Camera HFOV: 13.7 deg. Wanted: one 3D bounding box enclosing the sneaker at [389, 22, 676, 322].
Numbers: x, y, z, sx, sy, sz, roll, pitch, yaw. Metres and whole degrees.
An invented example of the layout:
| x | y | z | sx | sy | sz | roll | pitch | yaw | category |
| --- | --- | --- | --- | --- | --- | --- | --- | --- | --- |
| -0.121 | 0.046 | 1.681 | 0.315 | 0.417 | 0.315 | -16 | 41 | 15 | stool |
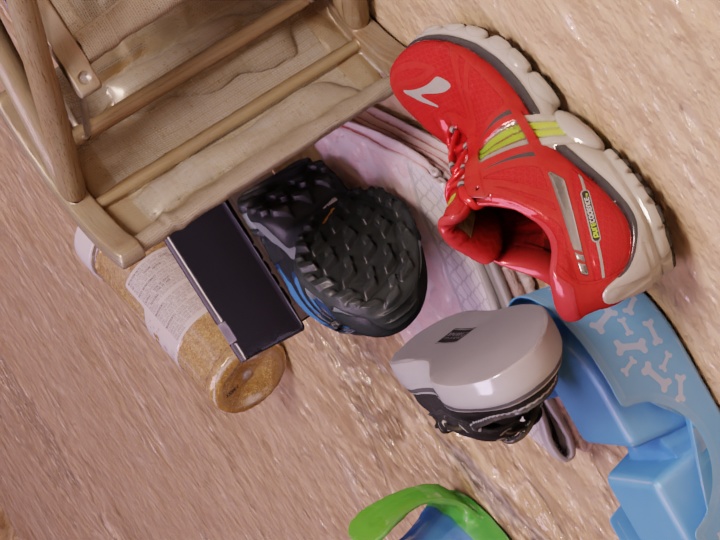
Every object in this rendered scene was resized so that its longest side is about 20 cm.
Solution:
| x | y | z | sx | sy | sz | roll | pitch | yaw | category |
| --- | --- | --- | --- | --- | --- | --- | --- | --- | --- |
| 0.066 | -0.048 | 1.455 | 0.200 | 0.085 | 0.077 | 44 | 159 | 39 | sneaker |

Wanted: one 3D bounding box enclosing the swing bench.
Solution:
| x | y | z | sx | sy | sz | roll | pitch | yaw | category |
| --- | --- | --- | --- | --- | --- | --- | --- | --- | --- |
| -0.096 | -0.145 | 1.550 | 0.130 | 0.198 | 0.201 | 40 | 156 | 47 | swing bench |

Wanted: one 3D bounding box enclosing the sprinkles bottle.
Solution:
| x | y | z | sx | sy | sz | roll | pitch | yaw | category |
| --- | --- | --- | --- | --- | --- | --- | --- | --- | --- |
| -0.135 | 0.022 | 2.234 | 0.200 | 0.068 | 0.068 | 45 | 160 | 37 | sprinkles bottle |

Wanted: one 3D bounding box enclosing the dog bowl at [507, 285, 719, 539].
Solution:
| x | y | z | sx | sy | sz | roll | pitch | yaw | category |
| --- | --- | --- | --- | --- | --- | --- | --- | --- | --- |
| 0.149 | 0.087 | 1.533 | 0.201 | 0.049 | 0.111 | 60 | 164 | -8 | dog bowl |

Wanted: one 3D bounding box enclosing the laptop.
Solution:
| x | y | z | sx | sy | sz | roll | pitch | yaw | category |
| --- | --- | --- | --- | --- | --- | --- | --- | --- | --- |
| -0.072 | -0.054 | 1.846 | 0.116 | 0.200 | 0.188 | -31 | 92 | 36 | laptop |

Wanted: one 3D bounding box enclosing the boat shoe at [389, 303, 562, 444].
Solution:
| x | y | z | sx | sy | sz | roll | pitch | yaw | category |
| --- | --- | --- | --- | --- | --- | --- | --- | --- | --- |
| 0.067 | 0.057 | 1.521 | 0.057 | 0.069 | 0.200 | 57 | 171 | -8 | boat shoe |

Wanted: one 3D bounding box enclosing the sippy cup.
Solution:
| x | y | z | sx | sy | sz | roll | pitch | yaw | category |
| --- | --- | --- | --- | --- | --- | --- | --- | --- | --- |
| 0.044 | 0.235 | 1.989 | 0.178 | 0.130 | 0.140 | 57 | 164 | 2 | sippy cup |

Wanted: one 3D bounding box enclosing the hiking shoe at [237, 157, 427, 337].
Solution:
| x | y | z | sx | sy | sz | roll | pitch | yaw | category |
| --- | --- | --- | --- | --- | --- | --- | --- | --- | --- |
| 0.000 | 0.000 | 1.687 | 0.087 | 0.074 | 0.200 | 59 | 175 | -26 | hiking shoe |

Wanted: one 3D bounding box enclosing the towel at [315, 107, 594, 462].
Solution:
| x | y | z | sx | sy | sz | roll | pitch | yaw | category |
| --- | --- | --- | --- | --- | --- | --- | --- | --- | --- |
| 0.047 | 0.002 | 1.711 | 0.191 | 0.032 | 0.201 | 30 | 148 | 59 | towel |
